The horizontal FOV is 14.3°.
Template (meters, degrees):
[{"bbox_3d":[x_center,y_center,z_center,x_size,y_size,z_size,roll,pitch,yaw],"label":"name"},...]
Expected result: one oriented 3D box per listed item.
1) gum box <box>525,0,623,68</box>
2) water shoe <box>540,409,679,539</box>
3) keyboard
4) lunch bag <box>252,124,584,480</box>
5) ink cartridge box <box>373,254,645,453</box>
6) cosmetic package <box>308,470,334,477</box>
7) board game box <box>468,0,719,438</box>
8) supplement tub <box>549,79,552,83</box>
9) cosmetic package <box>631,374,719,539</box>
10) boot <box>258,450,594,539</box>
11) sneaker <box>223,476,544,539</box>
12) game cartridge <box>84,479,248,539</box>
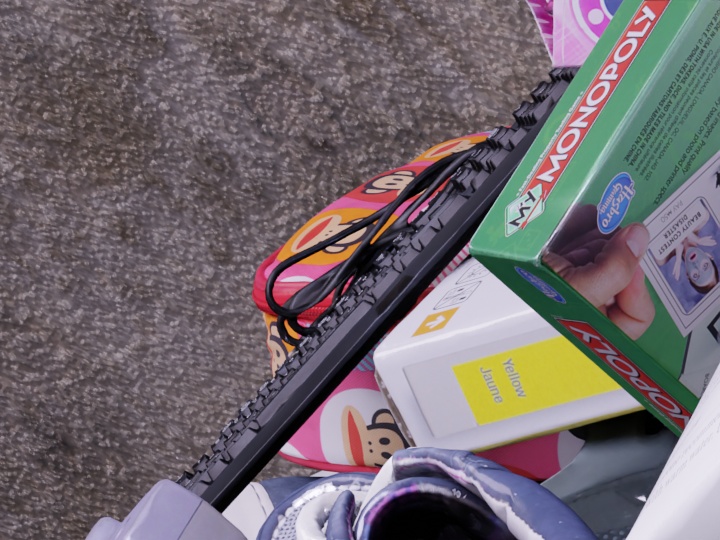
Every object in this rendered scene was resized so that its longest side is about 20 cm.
[{"bbox_3d":[0.104,-0.104,0.804,0.200,0.113,0.067,-89,-1,-77],"label":"gum box"},{"bbox_3d":[0.045,0.111,0.733,0.200,0.079,0.072,-48,-44,-37],"label":"water shoe"},{"bbox_3d":[0.000,0.000,0.846,0.200,0.040,0.104,-47,-1,-2],"label":"keyboard"},{"bbox_3d":[0.077,0.008,0.976,0.200,0.175,0.082,-35,-58,-54],"label":"lunch bag"},{"bbox_3d":[0.129,-0.028,0.789,0.199,0.047,0.198,-15,17,37],"label":"ink cartridge box"},{"bbox_3d":[0.034,0.106,1.191,0.112,0.082,0.200,-24,-2,1],"label":"cosmetic package"},{"bbox_3d":[0.124,-0.046,0.599,0.201,0.134,0.029,-56,28,-13],"label":"board game box"},{"bbox_3d":[0.134,-0.049,1.317,0.200,0.122,0.123,-57,-1,44],"label":"supplement tub"},{"bbox_3d":[0.130,-0.020,0.476,0.200,0.081,0.113,-55,-1,-33],"label":"cosmetic package"},{"bbox_3d":[0.017,0.069,0.642,0.073,0.091,0.200,-39,29,-14],"label":"boot"},{"bbox_3d":[0.040,0.138,0.918,0.077,0.145,0.203,98,158,-49],"label":"sneaker"},{"bbox_3d":[-0.100,0.136,0.678,0.130,0.038,0.200,-53,3,-34],"label":"game cartridge"}]
